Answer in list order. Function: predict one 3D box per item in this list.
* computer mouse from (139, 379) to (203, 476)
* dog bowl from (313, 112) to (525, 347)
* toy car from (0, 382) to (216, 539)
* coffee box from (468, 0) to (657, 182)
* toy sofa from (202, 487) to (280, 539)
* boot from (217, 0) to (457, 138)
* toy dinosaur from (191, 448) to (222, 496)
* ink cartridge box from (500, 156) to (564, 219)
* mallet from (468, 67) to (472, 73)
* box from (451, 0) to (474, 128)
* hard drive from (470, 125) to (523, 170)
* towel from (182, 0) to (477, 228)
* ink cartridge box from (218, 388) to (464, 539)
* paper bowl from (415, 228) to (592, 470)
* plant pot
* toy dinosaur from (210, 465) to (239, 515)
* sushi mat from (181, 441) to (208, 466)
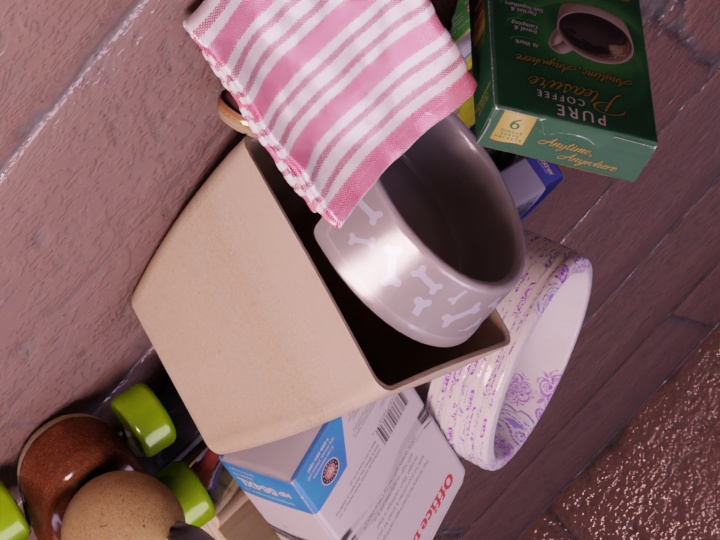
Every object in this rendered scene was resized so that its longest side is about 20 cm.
[{"bbox_3d":[-0.164,0.134,1.762,0.200,0.053,0.139,-43,-179,18],"label":"computer mouse"},{"bbox_3d":[0.040,-0.048,1.526,0.059,0.201,0.200,-34,170,30],"label":"dog bowl"},{"bbox_3d":[-0.172,0.204,1.596,0.164,0.200,0.159,-33,122,-16],"label":"toy car"},{"bbox_3d":[0.135,-0.158,1.487,0.122,0.201,0.044,11,139,-16],"label":"coffee box"},{"bbox_3d":[-0.171,0.262,1.865,0.200,0.098,0.083,-41,177,23],"label":"toy sofa"},{"bbox_3d":[-0.007,-0.179,1.415,0.199,0.072,0.167,-22,139,-44],"label":"boot"},{"bbox_3d":[-0.148,0.216,1.909,0.199,0.105,0.182,-31,158,-36],"label":"toy dinosaur"},{"bbox_3d":[0.097,-0.042,1.868,0.199,0.042,0.119,-34,172,-34],"label":"ink cartridge box"},{"bbox_3d":[0.077,-0.140,1.519,0.200,0.041,0.066,-36,159,-50],"label":"mallet"},{"bbox_3d":[0.077,-0.159,1.655,0.117,0.048,0.200,-43,161,-9],"label":"box"},{"bbox_3d":[0.089,-0.097,1.854,0.199,0.033,0.140,-30,158,-42],"label":"hard drive"},{"bbox_3d":[-0.013,-0.137,1.366,0.146,0.030,0.200,-45,134,-10],"label":"towel"},{"bbox_3d":[-0.010,0.159,1.742,0.147,0.084,0.200,-58,141,-25],"label":"ink cartridge box"},{"bbox_3d":[0.111,0.060,1.836,0.201,0.104,0.201,-54,160,-30],"label":"paper bowl"},{"bbox_3d":[-0.045,0.025,1.566,0.177,0.201,0.200,-35,170,30],"label":"plant pot"},{"bbox_3d":[-0.072,0.138,1.802,0.047,0.088,0.201,-21,-135,64],"label":"toy dinosaur"},{"bbox_3d":[-0.124,0.137,1.848,0.200,0.012,0.096,-46,-179,-30],"label":"sushi mat"}]
